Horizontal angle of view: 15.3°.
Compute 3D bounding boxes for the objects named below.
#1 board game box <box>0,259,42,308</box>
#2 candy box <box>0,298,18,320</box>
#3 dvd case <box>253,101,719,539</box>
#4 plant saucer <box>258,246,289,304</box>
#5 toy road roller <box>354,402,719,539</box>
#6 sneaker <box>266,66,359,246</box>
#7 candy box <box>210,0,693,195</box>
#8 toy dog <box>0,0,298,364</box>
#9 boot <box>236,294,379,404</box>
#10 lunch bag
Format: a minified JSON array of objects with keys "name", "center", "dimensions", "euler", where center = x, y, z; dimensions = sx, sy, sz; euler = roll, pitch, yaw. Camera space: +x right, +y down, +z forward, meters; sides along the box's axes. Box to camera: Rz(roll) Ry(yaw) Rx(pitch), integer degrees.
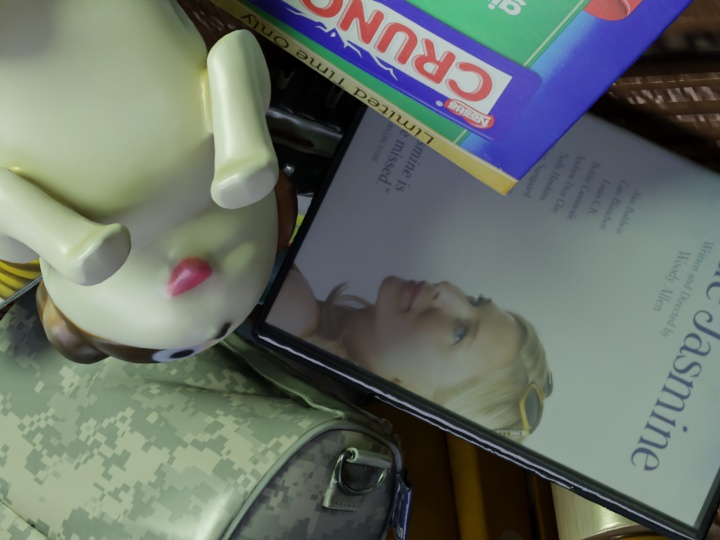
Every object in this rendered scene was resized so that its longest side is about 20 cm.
[{"name":"board game box","center":[-0.177,-0.086,1.098],"dimensions":[0.200,0.126,0.035],"euler":[55,177,-3]},{"name":"candy box","center":[-0.201,-0.007,1.374],"dimensions":[0.200,0.026,0.102],"euler":[1,144,34]},{"name":"dvd case","center":[0.075,0.005,1.086],"dimensions":[0.200,0.143,0.018],"euler":[25,170,1]},{"name":"plant saucer","center":[0.000,0.000,1.254],"dimensions":[0.200,0.019,0.070],"euler":[10,145,21]},{"name":"toy road roller","center":[0.050,0.102,1.199],"dimensions":[0.146,0.123,0.200],"euler":[7,155,-33]},{"name":"sneaker","center":[0.029,-0.021,1.163],"dimensions":[0.200,0.078,0.090],"euler":[25,156,12]},{"name":"candy box","center":[0.037,-0.139,0.977],"dimensions":[0.169,0.077,0.200],"euler":[32,148,-7]},{"name":"toy dog","center":[-0.105,-0.052,1.008],"dimensions":[0.194,0.139,0.200],"euler":[20,143,60]},{"name":"boot","center":[-0.052,0.084,1.372],"dimensions":[0.097,0.075,0.200],"euler":[40,137,-3]},{"name":"lunch bag","center":[-0.087,0.099,1.142],"dimensions":[0.200,0.168,0.139],"euler":[33,-166,38]}]
